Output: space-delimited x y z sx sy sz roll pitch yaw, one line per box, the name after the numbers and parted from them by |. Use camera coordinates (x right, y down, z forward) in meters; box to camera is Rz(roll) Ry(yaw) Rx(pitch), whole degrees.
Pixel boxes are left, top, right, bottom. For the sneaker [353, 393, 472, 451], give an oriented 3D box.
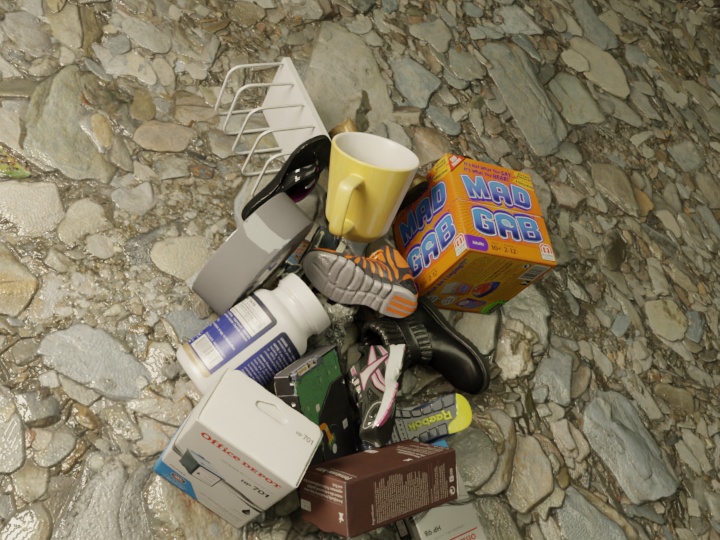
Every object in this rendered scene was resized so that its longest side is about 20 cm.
0.076 0.251 1.107 0.197 0.082 0.075 -8 73 -14 | sneaker

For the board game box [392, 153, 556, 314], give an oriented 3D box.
0.202 -0.060 1.293 0.198 0.200 0.202 8 57 -28 | board game box

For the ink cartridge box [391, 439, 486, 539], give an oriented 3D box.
0.110 0.372 1.048 0.115 0.067 0.202 -9 66 -35 | ink cartridge box

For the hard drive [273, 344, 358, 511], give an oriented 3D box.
-0.056 0.220 0.973 0.140 0.037 0.203 -29 110 -64 | hard drive

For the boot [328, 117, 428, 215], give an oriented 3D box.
0.018 -0.194 1.284 0.066 0.175 0.201 -18 75 -46 | boot

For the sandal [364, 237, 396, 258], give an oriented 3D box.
0.049 -0.003 1.234 0.080 0.054 0.201 31 29 -13 | sandal

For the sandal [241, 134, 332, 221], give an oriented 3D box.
-0.112 -0.137 1.157 0.048 0.201 0.075 48 9 31 | sandal

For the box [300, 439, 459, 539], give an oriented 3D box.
0.027 0.282 0.920 0.198 0.100 0.076 -5 91 -41 | box

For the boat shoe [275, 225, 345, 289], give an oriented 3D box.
-0.099 0.010 1.126 0.062 0.075 0.201 41 67 -9 | boat shoe

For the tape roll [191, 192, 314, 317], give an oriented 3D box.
-0.158 -0.021 1.042 0.066 0.200 0.200 43 48 -1 | tape roll

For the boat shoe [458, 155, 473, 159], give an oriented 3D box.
0.170 -0.187 1.432 0.075 0.075 0.202 39 45 11 | boat shoe

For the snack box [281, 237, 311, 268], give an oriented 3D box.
-0.081 -0.012 1.202 0.199 0.024 0.072 31 51 -12 | snack box

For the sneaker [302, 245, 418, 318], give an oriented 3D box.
0.000 0.000 1.127 0.198 0.078 0.113 26 34 -17 | sneaker

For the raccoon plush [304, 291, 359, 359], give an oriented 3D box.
-0.051 0.135 1.114 0.133 0.096 0.203 -15 100 -52 | raccoon plush

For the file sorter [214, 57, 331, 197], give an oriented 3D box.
-0.160 -0.249 1.231 0.123 0.139 0.202 -14 69 -34 | file sorter

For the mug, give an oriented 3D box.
-0.006 -0.131 1.166 0.185 0.155 0.149 -10 39 -39 | mug

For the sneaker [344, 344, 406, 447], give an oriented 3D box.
0.015 0.181 1.037 0.085 0.081 0.200 6 26 8 | sneaker

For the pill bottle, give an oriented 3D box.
-0.147 0.100 0.980 0.199 0.116 0.116 -37 83 -13 | pill bottle

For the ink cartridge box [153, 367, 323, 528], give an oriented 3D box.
-0.159 0.230 0.881 0.146 0.200 0.086 36 48 -6 | ink cartridge box

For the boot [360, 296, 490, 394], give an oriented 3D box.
0.108 0.150 1.178 0.211 0.080 0.157 46 40 16 | boot
